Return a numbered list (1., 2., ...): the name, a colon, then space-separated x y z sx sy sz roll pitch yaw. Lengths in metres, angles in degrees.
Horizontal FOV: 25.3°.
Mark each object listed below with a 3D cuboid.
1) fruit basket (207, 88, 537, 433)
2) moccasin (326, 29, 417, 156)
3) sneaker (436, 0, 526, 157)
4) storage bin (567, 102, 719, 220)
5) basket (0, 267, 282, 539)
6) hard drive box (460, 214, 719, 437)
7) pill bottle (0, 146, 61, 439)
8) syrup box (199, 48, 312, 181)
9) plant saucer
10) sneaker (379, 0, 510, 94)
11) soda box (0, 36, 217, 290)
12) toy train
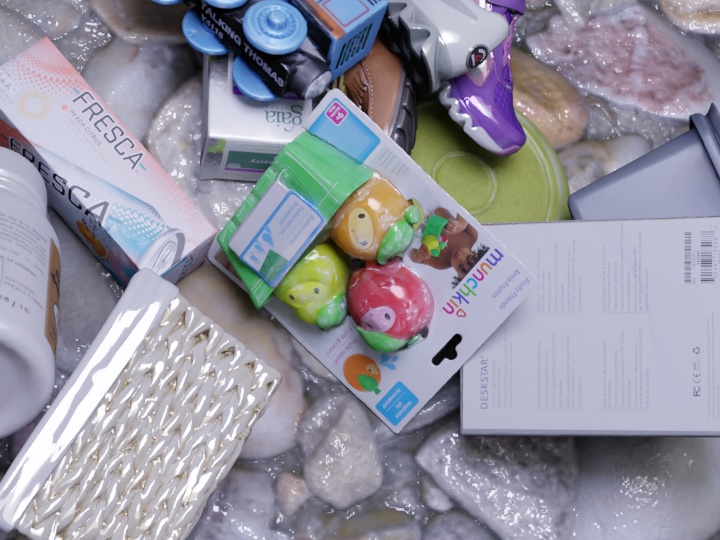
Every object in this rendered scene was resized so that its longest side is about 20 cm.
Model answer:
1. fruit basket: 0.000 0.000 1.155 0.200 0.185 0.094 47 35 8
2. moccasin: 0.003 -0.153 1.244 0.077 0.074 0.202 -6 53 1
3. sneaker: 0.092 -0.187 1.249 0.088 0.080 0.201 -26 72 18
4. storage bin: 0.252 -0.005 1.251 0.134 0.146 0.201 -22 75 7
5. basket: -0.155 0.123 1.085 0.123 0.136 0.200 32 66 -4
6. hard drive box: 0.176 0.043 1.164 0.199 0.077 0.156 -1 83 19
7. pill bottle: -0.259 0.009 1.079 0.114 0.115 0.200 6 39 -12
8. syrup box: -0.081 -0.172 1.245 0.078 0.081 0.201 3 68 -10
9. plant saucer: 0.079 -0.064 1.274 0.199 0.031 0.201 5 69 -13
10. sneaker: 0.041 -0.221 1.209 0.088 0.074 0.200 -27 61 -11
11. soda box: -0.197 -0.073 1.187 0.068 0.064 0.200 -39 83 -24
12. toy train: -0.079 -0.211 1.174 0.200 0.087 0.114 45 61 12
